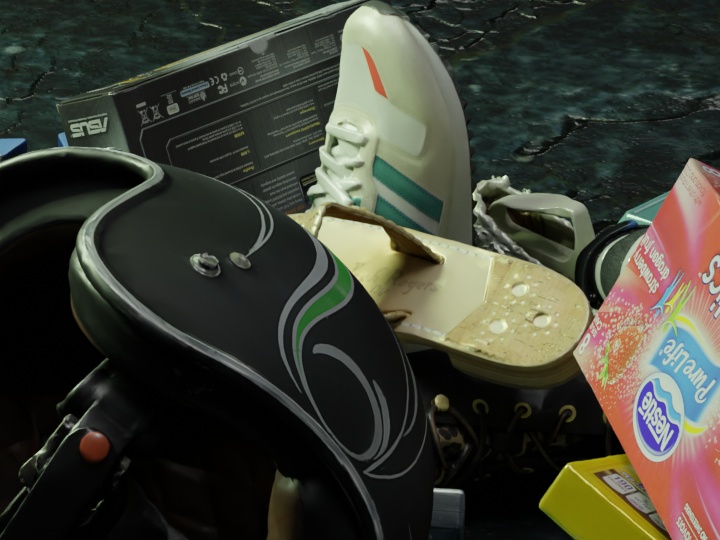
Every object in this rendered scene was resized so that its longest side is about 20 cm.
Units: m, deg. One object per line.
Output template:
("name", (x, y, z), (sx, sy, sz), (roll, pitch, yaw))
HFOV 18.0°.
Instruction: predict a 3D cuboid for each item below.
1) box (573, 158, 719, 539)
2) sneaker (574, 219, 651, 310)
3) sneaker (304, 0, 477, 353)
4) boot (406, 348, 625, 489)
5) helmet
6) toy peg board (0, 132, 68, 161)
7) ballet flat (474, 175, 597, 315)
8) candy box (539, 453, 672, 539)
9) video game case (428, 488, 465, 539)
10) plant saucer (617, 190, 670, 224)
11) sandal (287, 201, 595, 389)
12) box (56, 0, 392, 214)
("box", (0.163, 0.052, 0.853), (0.095, 0.100, 0.200), (23, 19, -19))
("sneaker", (0.199, 0.023, 1.111), (0.199, 0.074, 0.112), (25, 0, -18))
("sneaker", (0.002, -0.025, 1.100), (0.093, 0.201, 0.070), (-18, 25, -26))
("boot", (0.076, 0.075, 1.026), (0.149, 0.074, 0.200), (-11, 25, -26))
("helmet", (-0.072, 0.059, 0.760), (0.198, 0.202, 0.191), (0, 19, -4))
("toy peg board", (-0.164, -0.034, 1.228), (0.198, 0.099, 0.199), (-5, 25, -16))
("ballet flat", (0.121, 0.001, 1.207), (0.071, 0.072, 0.199), (-19, 32, -39))
("candy box", (0.165, 0.136, 0.840), (0.200, 0.027, 0.102), (40, 17, 26))
("video game case", (-0.057, 0.103, 0.919), (0.198, 0.019, 0.143), (2, -16, 3))
("plant saucer", (0.241, -0.008, 1.293), (0.199, 0.019, 0.070), (20, 30, 38))
("sandal", (0.002, -0.005, 1.013), (0.210, 0.070, 0.078), (12, 60, 27))
("box", (-0.044, -0.039, 1.156), (0.199, 0.160, 0.048), (-26, 14, -41))
